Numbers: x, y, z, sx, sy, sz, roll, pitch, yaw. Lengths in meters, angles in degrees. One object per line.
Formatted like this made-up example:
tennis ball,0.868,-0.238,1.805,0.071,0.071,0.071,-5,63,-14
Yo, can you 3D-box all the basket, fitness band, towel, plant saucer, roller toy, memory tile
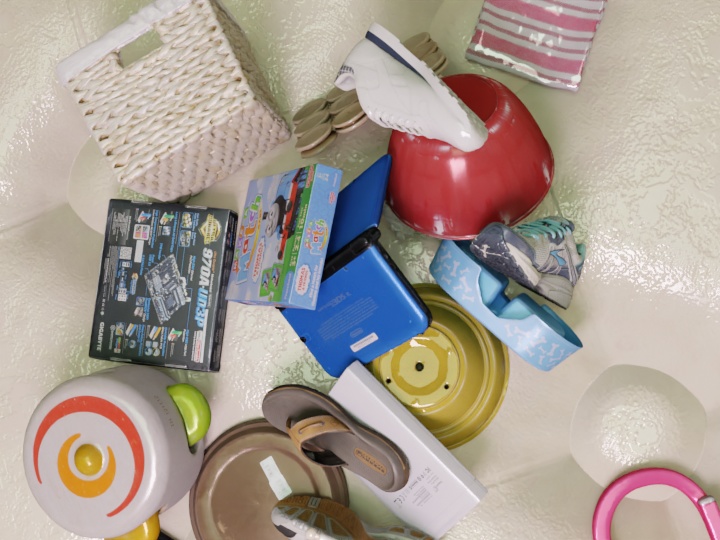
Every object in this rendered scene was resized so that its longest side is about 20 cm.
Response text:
basket,-0.207,-0.199,1.079,0.197,0.200,0.162,-30,82,5
fitness band,0.337,0.320,1.017,0.143,0.037,0.202,-18,80,7
towel,0.222,-0.329,1.112,0.145,0.030,0.202,18,87,11
plant saucer,-0.113,0.278,1.096,0.198,0.029,0.202,-1,83,9
roller toy,-0.286,0.208,1.064,0.181,0.140,0.201,22,96,12
memory tile,0.008,-0.207,1.079,0.199,0.154,0.017,-31,116,8

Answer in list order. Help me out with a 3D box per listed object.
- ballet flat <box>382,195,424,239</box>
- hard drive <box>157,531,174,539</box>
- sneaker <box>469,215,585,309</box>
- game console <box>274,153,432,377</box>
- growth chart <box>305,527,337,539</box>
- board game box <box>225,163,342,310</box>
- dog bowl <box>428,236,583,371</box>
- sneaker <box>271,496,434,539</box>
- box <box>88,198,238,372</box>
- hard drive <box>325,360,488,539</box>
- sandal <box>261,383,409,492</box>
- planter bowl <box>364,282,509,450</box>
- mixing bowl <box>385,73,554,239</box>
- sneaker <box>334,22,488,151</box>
ballet flat,0.124,-0.076,1.089,0.198,0.072,0.072,-8,82,10
hard drive,-0.230,0.401,1.092,0.199,0.042,0.135,33,89,11
sneaker,0.188,-0.027,1.004,0.077,0.200,0.087,29,91,34
game console,0.000,0.000,1.038,0.171,0.200,0.118,53,50,-3
growth chart,-0.033,0.359,1.022,0.144,0.018,0.201,25,130,6
board game box,-0.092,-0.035,1.051,0.036,0.200,0.153,14,83,-26
dog bowl,0.159,0.037,1.044,0.200,0.111,0.050,41,104,11
sneaker,-0.013,0.322,1.032,0.199,0.076,0.088,19,108,8
box,-0.242,0.018,1.136,0.157,0.046,0.202,5,84,9
hard drive,0.036,0.209,1.041,0.200,0.027,0.132,44,136,10
sandal,-0.038,0.194,1.036,0.199,0.055,0.082,31,133,23
planter bowl,0.071,0.111,1.058,0.198,0.083,0.202,-1,84,9
mixing bowl,0.112,-0.146,1.026,0.198,0.109,0.201,-8,50,10
sneaker,0.052,-0.174,0.959,0.081,0.076,0.200,-47,54,7
